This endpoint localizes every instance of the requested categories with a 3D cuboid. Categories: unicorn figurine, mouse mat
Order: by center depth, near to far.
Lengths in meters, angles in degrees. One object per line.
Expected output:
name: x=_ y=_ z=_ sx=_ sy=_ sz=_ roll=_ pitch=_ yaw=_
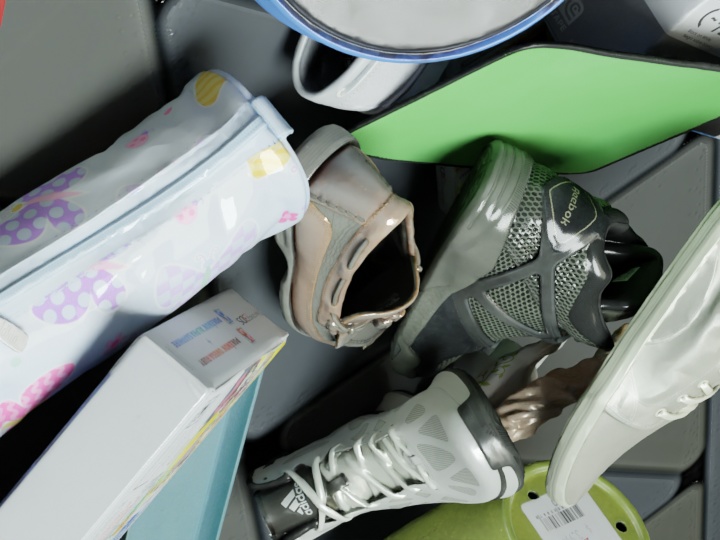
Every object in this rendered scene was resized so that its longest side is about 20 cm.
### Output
mouse mat: x=0.096 y=-0.077 z=1.221 sx=0.199 sy=0.008 sz=0.161 roll=4 pitch=161 yaw=-42
unicorn figurine: x=0.085 y=0.060 z=1.395 sx=0.137 sy=0.074 sz=0.200 roll=-45 pitch=176 yaw=3

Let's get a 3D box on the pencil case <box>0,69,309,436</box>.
pencil case: x=-0.119 y=-0.008 z=1.105 sx=0.200 sy=0.083 sz=0.091 roll=-35 pitch=160 yaw=-20

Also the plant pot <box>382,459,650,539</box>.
plant pot: x=0.074 y=0.199 z=1.398 sx=0.187 sy=0.187 sz=0.200 roll=-16 pitch=152 yaw=-39

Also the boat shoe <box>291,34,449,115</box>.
boat shoe: x=0.026 y=-0.159 z=1.139 sx=0.068 sy=0.072 sz=0.200 roll=-6 pitch=139 yaw=-48

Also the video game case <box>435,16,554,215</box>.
video game case: x=0.117 y=-0.138 z=1.297 sx=0.200 sy=0.023 sz=0.182 roll=-33 pitch=144 yaw=-23

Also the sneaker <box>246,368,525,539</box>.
sneaker: x=0.009 y=0.114 z=1.317 sx=0.115 sy=0.076 sz=0.200 roll=-30 pitch=-178 yaw=-17

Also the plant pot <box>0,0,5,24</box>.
plant pot: x=-0.226 y=-0.109 z=0.786 sx=0.182 sy=0.200 sz=0.201 roll=-23 pitch=140 yaw=-44

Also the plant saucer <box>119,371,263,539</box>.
plant saucer: x=-0.101 y=0.130 z=1.326 sx=0.070 sy=0.019 sz=0.201 roll=-17 pitch=135 yaw=-38

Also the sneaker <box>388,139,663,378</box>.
sneaker: x=0.084 y=0.017 z=1.297 sx=0.076 sy=0.114 sz=0.200 roll=-67 pitch=-176 yaw=-34

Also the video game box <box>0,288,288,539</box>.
video game box: x=-0.126 y=0.103 z=1.162 sx=0.200 sy=0.047 sz=0.182 roll=-49 pitch=175 yaw=10

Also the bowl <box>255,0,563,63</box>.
bowl: x=0.030 y=-0.180 z=1.066 sx=0.200 sy=0.039 sz=0.201 roll=-9 pitch=122 yaw=-15

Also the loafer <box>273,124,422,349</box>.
loafer: x=0.000 y=0.000 z=1.235 sx=0.072 sy=0.063 sz=0.200 roll=-49 pitch=160 yaw=-14

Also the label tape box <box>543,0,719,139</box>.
label tape box: x=0.209 y=-0.156 z=1.251 sx=0.200 sy=0.066 sz=0.143 roll=-39 pitch=153 yaw=26

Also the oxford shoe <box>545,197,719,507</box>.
oxford shoe: x=0.158 y=0.048 z=1.258 sx=0.200 sy=0.058 sz=0.075 roll=-57 pitch=169 yaw=22
